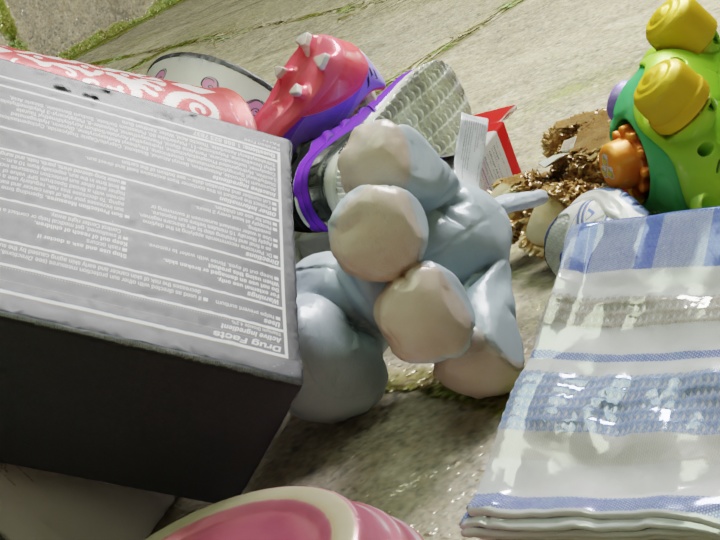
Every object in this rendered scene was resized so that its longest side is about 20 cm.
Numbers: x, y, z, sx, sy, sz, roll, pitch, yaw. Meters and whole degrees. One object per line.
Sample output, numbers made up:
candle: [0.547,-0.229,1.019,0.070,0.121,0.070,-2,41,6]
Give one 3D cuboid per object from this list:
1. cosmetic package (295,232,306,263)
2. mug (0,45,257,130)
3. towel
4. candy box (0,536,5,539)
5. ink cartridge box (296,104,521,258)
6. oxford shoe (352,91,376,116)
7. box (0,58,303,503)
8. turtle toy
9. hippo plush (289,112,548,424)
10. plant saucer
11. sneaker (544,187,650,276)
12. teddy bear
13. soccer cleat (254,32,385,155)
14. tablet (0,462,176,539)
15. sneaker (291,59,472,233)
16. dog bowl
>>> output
cosmetic package: [-0.116,0.016,1.106,0.199,0.071,0.105,-13,21,28]
mug: [-0.173,-0.089,0.973,0.199,0.134,0.177,11,-32,-38]
towel: [0.136,0.046,0.697,0.146,0.024,0.200,-6,46,39]
candy box: [-0.294,0.103,0.863,0.115,0.201,0.055,-19,20,29]
ink cartridge box: [0.049,-0.048,1.094,0.116,0.067,0.200,-11,22,31]
oxford shoe: [-0.015,-0.109,1.187,0.075,0.200,0.058,27,65,10]
box: [-0.146,0.006,0.824,0.199,0.123,0.199,14,41,-18]
turtle toy: [0.208,-0.086,0.899,0.101,0.146,0.200,-39,19,36]
hippo plush: [0.000,0.000,0.875,0.160,0.159,0.201,-26,34,30]
plant saucer: [-0.061,0.162,0.674,0.200,0.051,0.201,-21,19,8]
sneaker: [0.134,0.010,0.822,0.088,0.076,0.200,-27,18,-9]
teddy bear: [0.172,-0.067,1.018,0.145,0.067,0.200,-3,32,47]
soccer cleat: [-0.064,-0.085,1.077,0.200,0.076,0.067,-49,45,15]
tablet: [-0.197,0.087,0.835,0.014,0.200,0.130,-43,6,32]
sneaker: [0.002,-0.086,1.038,0.099,0.070,0.200,-14,19,39]
dog bowl: [-0.110,-0.080,1.194,0.200,0.200,0.074,0,49,49]
